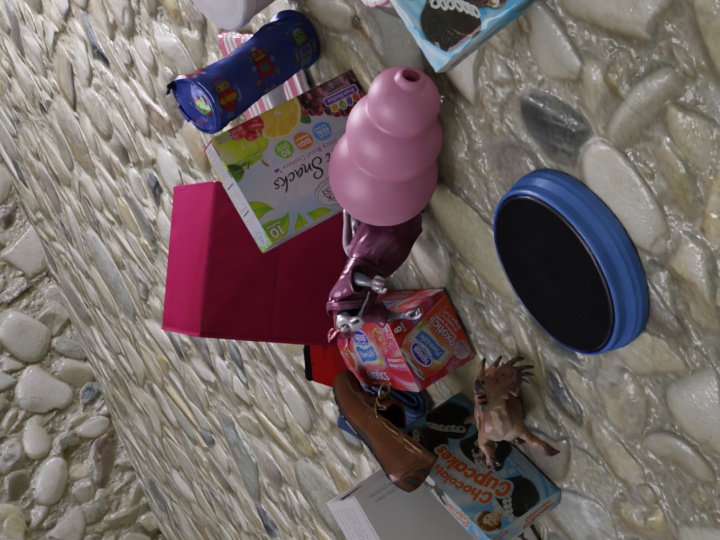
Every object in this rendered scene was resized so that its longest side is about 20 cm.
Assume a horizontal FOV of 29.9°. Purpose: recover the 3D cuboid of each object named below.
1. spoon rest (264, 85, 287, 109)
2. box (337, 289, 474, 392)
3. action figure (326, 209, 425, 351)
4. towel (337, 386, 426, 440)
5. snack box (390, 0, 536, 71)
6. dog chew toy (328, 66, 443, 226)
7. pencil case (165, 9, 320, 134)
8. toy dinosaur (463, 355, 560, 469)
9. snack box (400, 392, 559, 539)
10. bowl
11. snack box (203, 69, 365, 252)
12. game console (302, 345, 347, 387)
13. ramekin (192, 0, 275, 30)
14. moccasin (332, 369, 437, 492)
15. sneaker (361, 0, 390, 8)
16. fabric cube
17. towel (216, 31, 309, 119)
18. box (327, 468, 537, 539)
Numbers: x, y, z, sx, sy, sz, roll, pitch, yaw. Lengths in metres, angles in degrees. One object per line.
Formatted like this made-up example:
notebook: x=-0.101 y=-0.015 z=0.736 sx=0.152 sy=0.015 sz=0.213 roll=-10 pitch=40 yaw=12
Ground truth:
spoon rest: x=-0.061 y=-0.167 z=1.670 sx=0.200 sy=0.099 sz=0.061 roll=56 pitch=155 yaw=19
box: x=0.048 y=0.089 z=1.742 sx=0.100 sy=0.095 sz=0.200 roll=65 pitch=158 yaw=-10
action figure: x=0.000 y=0.000 z=1.599 sx=0.148 sy=0.201 sz=0.134 roll=17 pitch=154 yaw=26
towel: x=0.032 y=0.201 z=1.952 sx=0.111 sy=0.049 sz=0.200 roll=32 pitch=153 yaw=3
snack box: x=0.064 y=-0.297 z=1.226 sx=0.116 sy=0.037 sz=0.200 roll=-36 pitch=82 yaw=30
dog chew toy: x=0.034 y=-0.142 z=1.473 sx=0.125 sy=0.124 sz=0.200 roll=49 pitch=148 yaw=25
pencil case: x=-0.137 y=-0.236 z=1.605 sx=0.087 sy=0.200 sz=0.078 roll=-14 pitch=111 yaw=53
toy dinosaur: x=0.165 y=0.157 z=1.605 sx=0.200 sy=0.085 sz=0.136 roll=-164 pitch=57 yaw=-82
snack box: x=0.144 y=0.254 z=1.709 sx=0.200 sy=0.116 sz=0.037 roll=43 pitch=153 yaw=35
bowl: x=0.207 y=-0.004 z=1.363 sx=0.201 sy=0.039 sz=0.201 roll=46 pitch=154 yaw=31
snack box: x=-0.063 y=-0.129 z=1.578 sx=0.143 sy=0.199 sz=0.053 roll=60 pitch=157 yaw=1
game console: x=-0.036 y=0.071 z=2.007 sx=0.172 sy=0.119 sz=0.201 roll=16 pitch=141 yaw=16
ramekin: x=-0.155 y=-0.396 z=1.595 sx=0.202 sy=0.094 sz=0.203 roll=46 pitch=155 yaw=30
moccasin: x=0.030 y=0.189 z=1.702 sx=0.074 sy=0.078 sz=0.201 roll=40 pitch=-174 yaw=-40
sneaker: x=0.011 y=-0.322 z=1.345 sx=0.200 sy=0.081 sz=0.089 roll=27 pitch=142 yaw=53
fabric cube: x=-0.142 y=-0.008 z=1.801 sx=0.196 sy=0.199 sz=0.201 roll=180 pitch=95 yaw=-66
towel: x=-0.115 y=-0.246 z=1.785 sx=0.200 sy=0.030 sz=0.147 roll=19 pitch=134 yaw=55
box: x=0.097 y=0.342 z=1.804 sx=0.201 sy=0.198 sz=0.131 roll=60 pitch=157 yaw=2
